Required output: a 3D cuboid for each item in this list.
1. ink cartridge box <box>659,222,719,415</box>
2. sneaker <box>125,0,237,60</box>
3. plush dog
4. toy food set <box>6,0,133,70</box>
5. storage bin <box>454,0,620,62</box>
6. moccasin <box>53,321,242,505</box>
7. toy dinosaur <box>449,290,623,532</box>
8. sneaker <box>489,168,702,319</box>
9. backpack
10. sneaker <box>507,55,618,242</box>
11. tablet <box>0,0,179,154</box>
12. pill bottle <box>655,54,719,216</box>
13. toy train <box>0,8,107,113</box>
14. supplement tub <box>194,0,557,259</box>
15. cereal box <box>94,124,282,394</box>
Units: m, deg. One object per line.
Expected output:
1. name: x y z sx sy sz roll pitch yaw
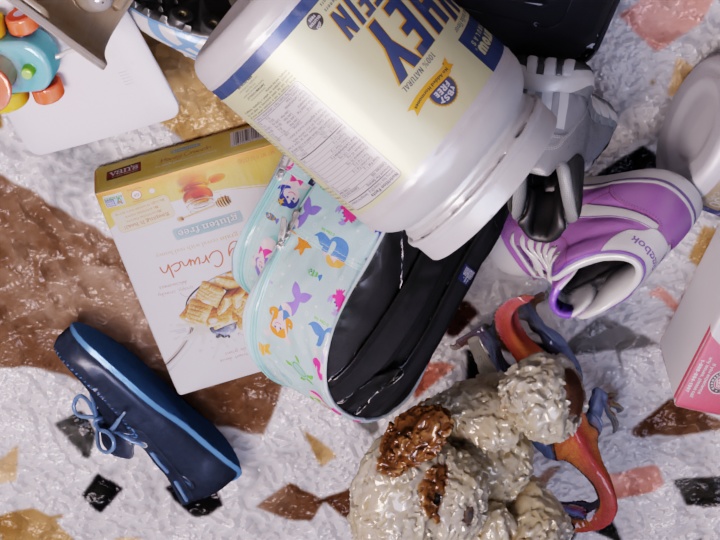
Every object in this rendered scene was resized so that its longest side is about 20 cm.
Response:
1. ink cartridge box: 0.354 0.048 1.756 0.199 0.085 0.146 14 123 -13
2. sneaker: -0.080 -0.149 1.578 0.199 0.072 0.073 21 129 -16
3. plush dog: 0.058 0.148 1.646 0.171 0.160 0.201 -24 128 -45
4. toy food set: -0.167 -0.252 1.457 0.143 0.060 0.200 35 85 -27
5. storage bin: 0.079 -0.231 1.519 0.199 0.094 0.136 13 123 -14
6. moccasin: -0.173 0.121 1.752 0.068 0.081 0.200 -40 120 7
7. toy dinosaur: 0.142 0.119 1.742 0.105 0.200 0.182 -29 82 10
8. sneaker: 0.142 -0.011 1.629 0.073 0.114 0.200 49 146 -18
9. backpack: 0.000 0.000 1.595 0.177 0.150 0.201 30 82 -62
10. sneaker: 0.132 -0.073 1.575 0.075 0.116 0.200 5 172 15
11. tablet: -0.221 -0.172 1.548 0.130 0.014 0.200 -13 122 25
12. pill bottle: 0.326 -0.074 1.647 0.199 0.111 0.111 19 122 -18
13. toy train: -0.277 -0.179 1.513 0.199 0.056 0.150 29 130 -7
14. supplement tub: 0.011 -0.117 1.429 0.200 0.145 0.145 40 114 -10
15. cereal box: -0.101 -0.008 1.693 0.143 0.040 0.201 -16 126 5
